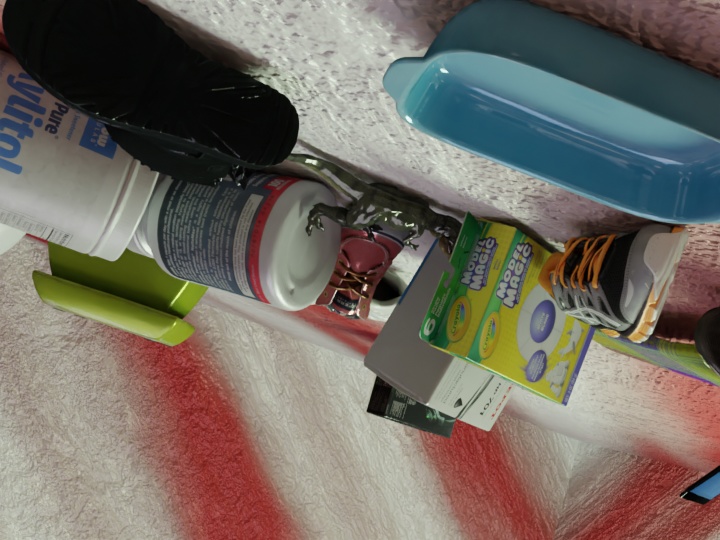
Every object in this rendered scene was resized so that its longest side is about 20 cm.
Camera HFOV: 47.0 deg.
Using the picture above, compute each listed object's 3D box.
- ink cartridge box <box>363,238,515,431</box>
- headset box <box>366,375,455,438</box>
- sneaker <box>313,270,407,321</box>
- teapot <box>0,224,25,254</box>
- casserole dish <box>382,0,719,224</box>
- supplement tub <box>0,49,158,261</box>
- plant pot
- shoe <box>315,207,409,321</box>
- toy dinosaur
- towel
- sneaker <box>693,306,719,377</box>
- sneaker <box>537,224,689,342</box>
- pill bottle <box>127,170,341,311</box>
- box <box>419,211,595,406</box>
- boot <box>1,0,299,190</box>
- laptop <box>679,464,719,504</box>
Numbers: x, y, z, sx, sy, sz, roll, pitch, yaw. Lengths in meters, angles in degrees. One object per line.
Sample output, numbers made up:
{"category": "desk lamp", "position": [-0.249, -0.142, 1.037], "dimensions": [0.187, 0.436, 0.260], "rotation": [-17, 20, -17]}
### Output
{"category": "ink cartridge box", "position": [0.107, 0.070, 0.843], "dimensions": [0.086, 0.147, 0.200], "rotation": [30, 178, 32]}
{"category": "headset box", "position": [0.139, 0.273, 1.894], "dimensions": [0.199, 0.176, 0.093], "rotation": [21, 170, -23]}
{"category": "sneaker", "position": [-0.025, 0.007, 1.041], "dimensions": [0.198, 0.079, 0.099], "rotation": [11, 165, -11]}
{"category": "teapot", "position": [-0.379, -0.113, 0.781], "dimensions": [0.146, 0.198, 0.200], "rotation": [-34, 172, 31]}
{"category": "casserole dish", "position": [0.109, -0.073, 0.395], "dimensions": [0.198, 0.039, 0.121], "rotation": [19, 170, -7]}
{"category": "supplement tub", "position": [-0.276, -0.101, 0.683], "dimensions": [0.199, 0.133, 0.132], "rotation": [21, 170, -24]}
{"category": "plant pot", "position": [-0.268, -0.018, 0.992], "dimensions": [0.197, 0.183, 0.200], "rotation": [18, 172, -3]}
{"category": "shoe", "position": [0.000, 0.000, 0.854], "dimensions": [0.071, 0.092, 0.200], "rotation": [18, 171, -2]}
{"category": "toy dinosaur", "position": [0.003, -0.052, 0.702], "dimensions": [0.199, 0.048, 0.088], "rotation": [23, 155, -22]}
{"category": "towel", "position": [0.307, 0.082, 0.875], "dimensions": [0.143, 0.023, 0.199], "rotation": [26, 175, -34]}
{"category": "sneaker", "position": [0.349, 0.083, 0.727], "dimensions": [0.199, 0.076, 0.115], "rotation": [20, 173, -15]}
{"category": "sneaker", "position": [0.179, 0.006, 0.610], "dimensions": [0.077, 0.079, 0.200], "rotation": [26, 170, 7]}
{"category": "pill bottle", "position": [-0.130, -0.041, 0.785], "dimensions": [0.199, 0.121, 0.120], "rotation": [14, 170, 26]}
{"category": "box", "position": [0.136, 0.036, 0.723], "dimensions": [0.199, 0.118, 0.048], "rotation": [26, 174, -42]}
{"category": "boot", "position": [-0.146, -0.115, 0.560], "dimensions": [0.197, 0.074, 0.162], "rotation": [22, 173, -27]}
{"category": "laptop", "position": [0.395, 0.181, 0.699], "dimensions": [0.199, 0.104, 0.177], "rotation": [15, 173, 31]}
